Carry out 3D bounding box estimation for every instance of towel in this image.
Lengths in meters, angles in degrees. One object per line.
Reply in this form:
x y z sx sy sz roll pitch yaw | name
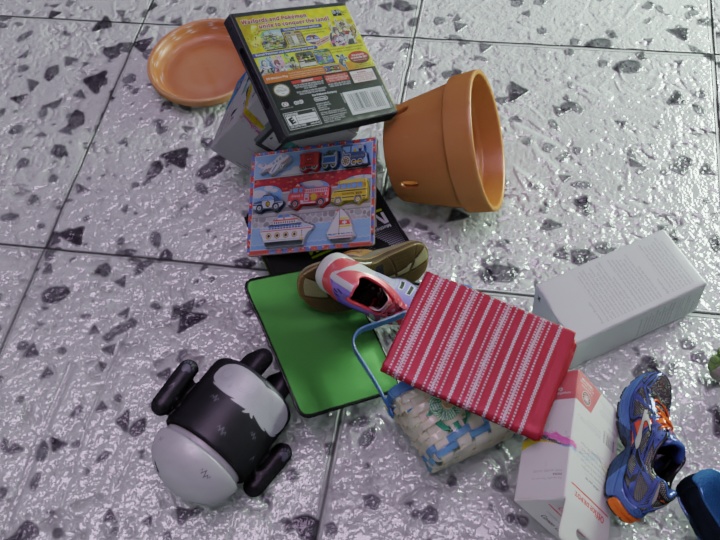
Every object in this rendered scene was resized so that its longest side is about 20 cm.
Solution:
0.140 0.097 1.067 0.199 0.023 0.145 23 64 9 | towel

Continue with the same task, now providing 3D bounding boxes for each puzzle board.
-0.070 -0.101 1.275 0.198 0.017 0.152 -4 75 25 | puzzle board

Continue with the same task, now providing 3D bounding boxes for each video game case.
-0.063 -0.271 1.240 0.199 0.025 0.182 -19 80 -38 | video game case

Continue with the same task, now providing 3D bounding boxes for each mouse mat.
-0.049 0.084 1.189 0.160 0.008 0.201 -11 64 -35 | mouse mat

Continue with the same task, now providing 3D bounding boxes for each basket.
0.105 0.129 1.139 0.175 0.139 0.201 -25 65 -12 | basket

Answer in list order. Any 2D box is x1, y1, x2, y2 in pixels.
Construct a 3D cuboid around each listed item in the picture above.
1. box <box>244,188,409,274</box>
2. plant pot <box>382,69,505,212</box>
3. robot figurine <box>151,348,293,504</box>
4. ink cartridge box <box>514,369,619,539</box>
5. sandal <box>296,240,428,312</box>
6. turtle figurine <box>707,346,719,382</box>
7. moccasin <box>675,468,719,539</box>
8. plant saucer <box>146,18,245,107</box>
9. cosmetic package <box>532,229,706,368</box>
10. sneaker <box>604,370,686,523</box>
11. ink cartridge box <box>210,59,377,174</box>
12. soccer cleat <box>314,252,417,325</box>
-0.041 -0.036 1.322 0.199 0.048 0.194 -23 56 -10 | box
0.119 -0.178 1.328 0.139 0.200 0.201 -5 54 22 | plant pot
-0.167 0.191 1.136 0.150 0.125 0.200 26 62 25 | robot figurine
0.238 0.232 1.061 0.067 0.116 0.201 -13 47 37 | ink cartridge box
0.000 0.000 1.226 0.199 0.081 0.054 -18 36 -28 | sandal
0.512 0.125 1.083 0.199 0.145 0.194 10 21 -39 | turtle figurine
0.422 0.313 1.020 0.080 0.068 0.201 -19 78 -23 | moccasin
-0.260 -0.347 1.563 0.198 0.038 0.201 -2 56 3 | plant saucer
0.339 0.037 1.219 0.199 0.071 0.102 -22 57 -9 | cosmetic package
0.348 0.203 1.081 0.078 0.075 0.201 -26 33 44 | sneaker
-0.097 -0.240 1.348 0.145 0.200 0.148 30 54 -21 | ink cartridge box
0.028 0.038 1.180 0.073 0.199 0.069 38 98 46 | soccer cleat
